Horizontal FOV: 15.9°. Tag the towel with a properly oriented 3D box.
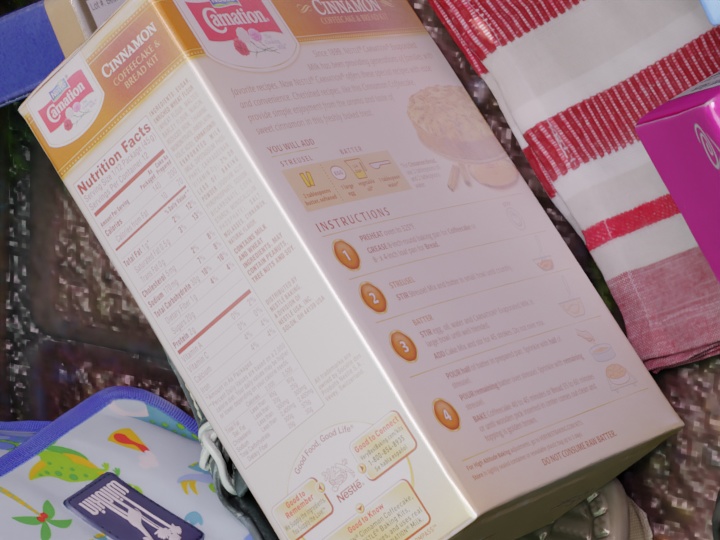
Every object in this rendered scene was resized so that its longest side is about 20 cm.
[{"bbox_3d":[0.090,-0.065,0.863,0.201,0.023,0.144,59,150,-2],"label":"towel"}]

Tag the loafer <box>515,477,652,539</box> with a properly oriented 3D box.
[{"bbox_3d":[0.070,0.169,0.963,0.075,0.068,0.201,17,97,40],"label":"loafer"}]

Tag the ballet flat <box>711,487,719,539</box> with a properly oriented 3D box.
[{"bbox_3d":[0.151,0.155,0.917,0.068,0.068,0.201,-4,105,26],"label":"ballet flat"}]

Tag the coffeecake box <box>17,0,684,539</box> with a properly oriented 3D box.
[{"bbox_3d":[0.000,0.000,0.872,0.073,0.153,0.201,-39,77,30],"label":"coffeecake box"}]

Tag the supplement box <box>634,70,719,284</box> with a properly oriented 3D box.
[{"bbox_3d":[0.196,-0.052,0.756,0.199,0.103,0.102,-31,92,-4],"label":"supplement box"}]

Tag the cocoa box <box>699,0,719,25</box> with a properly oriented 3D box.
[{"bbox_3d":[0.173,-0.180,0.757,0.199,0.131,0.134,-26,94,27],"label":"cocoa box"}]

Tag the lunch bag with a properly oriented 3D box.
[{"bbox_3d":[-0.124,0.127,0.983,0.199,0.170,0.128,0,107,26],"label":"lunch bag"}]

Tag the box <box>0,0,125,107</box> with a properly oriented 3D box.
[{"bbox_3d":[-0.149,-0.070,0.958,0.199,0.121,0.033,-20,98,29],"label":"box"}]

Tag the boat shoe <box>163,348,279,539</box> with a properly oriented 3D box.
[{"bbox_3d":[-0.025,0.063,0.955,0.073,0.062,0.200,-49,65,29],"label":"boat shoe"}]
